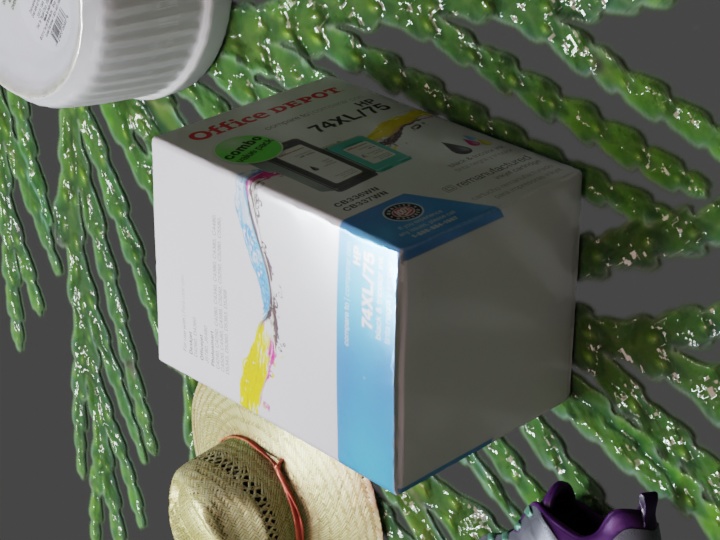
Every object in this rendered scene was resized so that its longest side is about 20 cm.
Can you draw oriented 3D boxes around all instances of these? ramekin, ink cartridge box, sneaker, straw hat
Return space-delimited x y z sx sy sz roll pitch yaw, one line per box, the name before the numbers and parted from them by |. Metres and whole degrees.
ramekin | -0.183 -0.200 1.204 0.199 0.105 0.202 23 123 40
ink cartridge box | 0.000 0.000 1.056 0.199 0.146 0.147 24 125 39
sneaker | 0.099 0.165 1.097 0.199 0.074 0.088 -4 88 42
straw hat | -0.083 0.162 1.274 0.200 0.085 0.203 23 123 41
